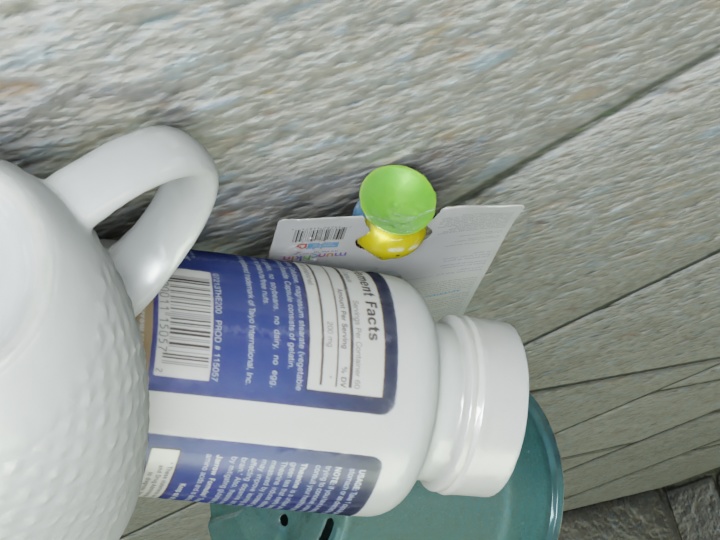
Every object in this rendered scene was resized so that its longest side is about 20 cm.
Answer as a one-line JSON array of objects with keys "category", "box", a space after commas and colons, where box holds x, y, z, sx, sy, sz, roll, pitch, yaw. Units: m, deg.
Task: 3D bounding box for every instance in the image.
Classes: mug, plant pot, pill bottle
[{"category": "mug", "box": [-0.130, 0.021, 0.686, 0.200, 0.148, 0.175, -39, 165, -21]}, {"category": "plant pot", "box": [0.008, 0.158, 1.368, 0.200, 0.201, 0.196, -27, 157, 38]}, {"category": "pill bottle", "box": [-0.032, 0.052, 0.860, 0.199, 0.111, 0.111, 8, 161, -16]}]

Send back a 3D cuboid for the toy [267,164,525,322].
[{"category": "toy", "box": [0.000, 0.000, 0.949, 0.115, 0.047, 0.200, -5, 160, -13]}]
